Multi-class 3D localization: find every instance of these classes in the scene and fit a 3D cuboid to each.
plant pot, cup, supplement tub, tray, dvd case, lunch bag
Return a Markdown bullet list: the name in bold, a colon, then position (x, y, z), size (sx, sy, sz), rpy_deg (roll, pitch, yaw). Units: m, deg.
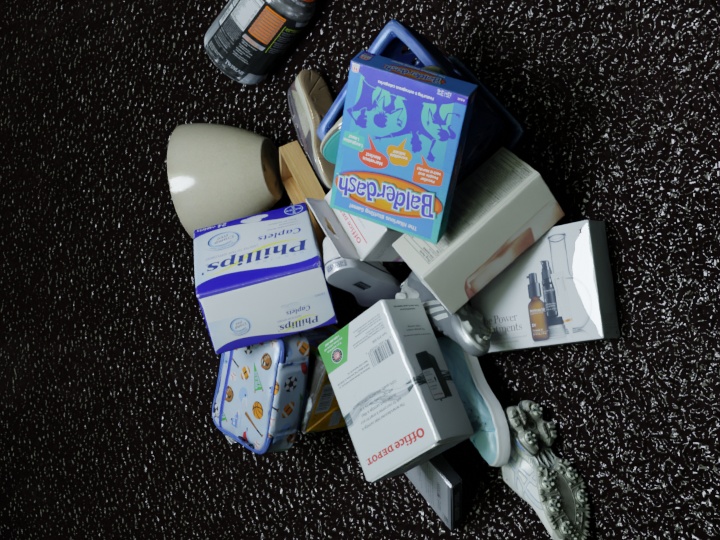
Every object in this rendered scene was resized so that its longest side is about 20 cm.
- **plant pot**: position (0.092, -0.190, 1.401), size (0.201, 0.179, 0.201), rpy_deg (-52, 58, 24)
- **cup**: position (-0.208, -0.154, 1.684), size (0.141, 0.200, 0.203), rpy_deg (-9, 83, 15)
- **supplement tub**: position (-0.155, -0.410, 1.658), size (0.200, 0.122, 0.123), rpy_deg (-44, 63, 32)
- **tray**: position (-0.071, -0.095, 1.611), size (0.099, 0.037, 0.202), rpy_deg (96, 150, -64)
- **dvd case**: position (0.076, 0.262, 1.464), size (0.200, 0.025, 0.151), rpy_deg (47, 160, 31)
- **lunch bag**: position (-0.155, 0.169, 1.535), size (0.159, 0.075, 0.203), rpy_deg (24, 106, 42)

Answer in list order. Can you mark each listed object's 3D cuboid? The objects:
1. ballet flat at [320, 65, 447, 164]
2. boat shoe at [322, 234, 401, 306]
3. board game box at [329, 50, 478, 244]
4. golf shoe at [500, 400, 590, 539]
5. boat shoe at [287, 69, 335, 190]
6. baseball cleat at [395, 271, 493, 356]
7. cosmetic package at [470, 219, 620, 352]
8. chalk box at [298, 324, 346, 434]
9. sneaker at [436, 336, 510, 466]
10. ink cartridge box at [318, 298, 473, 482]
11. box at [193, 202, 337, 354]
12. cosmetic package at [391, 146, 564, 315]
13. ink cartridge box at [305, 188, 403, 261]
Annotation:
- **ballet flat**: position (0.031, -0.200, 1.303), size (0.199, 0.069, 0.070), rpy_deg (-25, 74, 34)
- **boat shoe**: position (0.000, 0.000, 1.483), size (0.071, 0.199, 0.066), rpy_deg (-24, 66, 22)
- **board game box**: position (0.049, -0.148, 1.250), size (0.150, 0.045, 0.202), rpy_deg (19, 124, 14)
- **golf shoe**: position (0.236, 0.279, 1.367), size (0.097, 0.077, 0.202), rpy_deg (-50, 53, 49)
- **boat shoe**: position (-0.067, -0.215, 1.622), size (0.065, 0.071, 0.202), rpy_deg (-30, 75, 52)
- **baseball cleat**: position (0.110, 0.069, 1.402), size (0.107, 0.069, 0.201), rpy_deg (-48, 35, 18)
- **cosmetic package**: position (0.237, 0.025, 1.365), size (0.198, 0.051, 0.153), rpy_deg (-12, 80, 41)
- **chalk box**: position (-0.093, 0.146, 1.608), size (0.199, 0.123, 0.126), rpy_deg (34, 112, 37)
- **sneaker**: position (0.133, 0.180, 1.387), size (0.074, 0.081, 0.201), rpy_deg (107, 147, -48)
- **ink cartridge box**: position (0.044, 0.158, 1.360), size (0.146, 0.082, 0.202), rpy_deg (-36, 67, 38)
- **box**: position (-0.143, 0.006, 1.500), size (0.201, 0.181, 0.106), rpy_deg (-109, 5, -58)
- **cosmetic package**: position (0.153, -0.053, 1.339), size (0.199, 0.087, 0.104), rpy_deg (-40, 36, 1)
- **ink cartridge box**: position (0.029, -0.077, 1.447), size (0.067, 0.199, 0.118), rpy_deg (-47, 62, 30)
